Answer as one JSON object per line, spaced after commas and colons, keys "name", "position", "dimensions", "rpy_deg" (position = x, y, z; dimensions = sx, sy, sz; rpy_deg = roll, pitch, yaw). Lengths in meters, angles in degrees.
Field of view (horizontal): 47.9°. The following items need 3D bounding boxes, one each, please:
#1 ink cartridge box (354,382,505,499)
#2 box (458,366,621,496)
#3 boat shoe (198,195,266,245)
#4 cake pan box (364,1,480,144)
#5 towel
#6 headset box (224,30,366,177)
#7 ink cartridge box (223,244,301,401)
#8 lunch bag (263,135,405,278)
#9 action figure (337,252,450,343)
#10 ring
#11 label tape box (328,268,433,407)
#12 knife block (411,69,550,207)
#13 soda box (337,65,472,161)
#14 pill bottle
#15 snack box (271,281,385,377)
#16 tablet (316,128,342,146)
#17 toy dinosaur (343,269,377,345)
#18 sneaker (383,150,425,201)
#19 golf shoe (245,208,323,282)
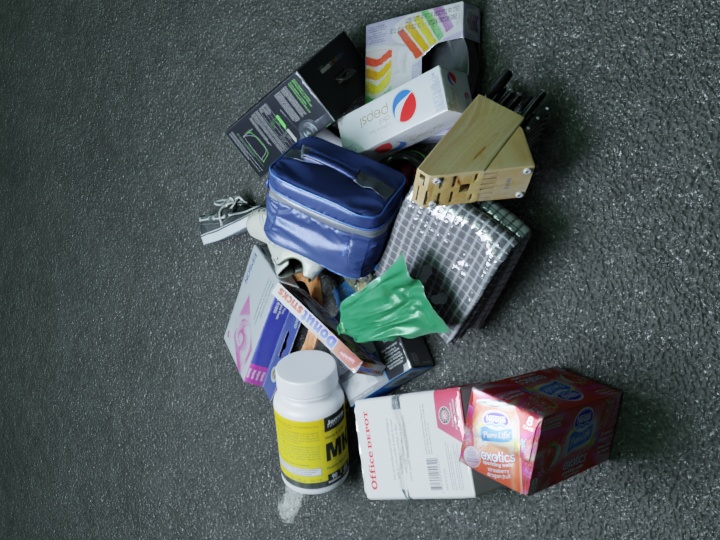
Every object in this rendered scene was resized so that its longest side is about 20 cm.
{"name": "ink cartridge box", "position": [0.095, 0.246, 1.159], "dimensions": [0.198, 0.084, 0.148], "rpy_deg": [-15, 79, 41]}
{"name": "box", "position": [0.218, 0.184, 0.965], "dimensions": [0.099, 0.198, 0.097], "rpy_deg": [19, 105, 41]}
{"name": "boat shoe", "position": [-0.233, -0.100, 1.482], "dimensions": [0.198, 0.073, 0.069], "rpy_deg": [-14, 94, 52]}
{"name": "cake pan box", "position": [0.091, -0.282, 1.192], "dimensions": [0.198, 0.052, 0.188], "rpy_deg": [4, 95, 43]}
{"name": "towel", "position": [0.116, -0.018, 1.085], "dimensions": [0.165, 0.085, 0.202], "rpy_deg": [37, 130, 18]}
{"name": "headset box", "position": [-0.087, -0.264, 1.267], "dimensions": [0.199, 0.175, 0.093], "rpy_deg": [-30, 107, 39]}
{"name": "ink cartridge box", "position": [-0.170, 0.087, 1.405], "dimensions": [0.200, 0.043, 0.199], "rpy_deg": [49, 123, 55]}
{"name": "lunch bag", "position": [-0.041, -0.101, 1.130], "dimensions": [0.197, 0.136, 0.134], "rpy_deg": [24, 131, 12]}
{"name": "action figure", "position": [0.030, 0.054, 1.108], "dimensions": [0.199, 0.054, 0.119], "rpy_deg": [-26, 93, 46]}
{"name": "ring", "position": [-0.105, 0.084, 1.355], "dimensions": [0.200, 0.019, 0.204], "rpy_deg": [-30, 55, 54]}
{"name": "label tape box", "position": [0.012, 0.088, 1.254], "dimensions": [0.144, 0.063, 0.203], "rpy_deg": [-37, 66, 36]}
{"name": "knife block", "position": [0.149, -0.176, 1.032], "dimensions": [0.064, 0.196, 0.178], "rpy_deg": [96, 164, -57]}
{"name": "soda box", "position": [0.060, -0.215, 1.141], "dimensions": [0.198, 0.067, 0.065], "rpy_deg": [-18, 79, 42]}
{"name": "pill bottle", "position": [-0.077, 0.235, 1.264], "dimensions": [0.113, 0.113, 0.203], "rpy_deg": [21, 126, 41]}
{"name": "snack box", "position": [-0.050, 0.087, 1.211], "dimensions": [0.200, 0.072, 0.024], "rpy_deg": [41, 99, 31]}
{"name": "tablet", "position": [-0.066, -0.156, 1.301], "dimensions": [0.131, 0.014, 0.200], "rpy_deg": [-52, 38, 5]}
{"name": "toy dinosaur", "position": [0.000, 0.000, 1.207], "dimensions": [0.088, 0.047, 0.203], "rpy_deg": [-47, 50, 42]}
{"name": "sneaker", "position": [0.099, -0.099, 1.158], "dimensions": [0.200, 0.083, 0.077], "rpy_deg": [45, 119, 32]}
{"name": "golf shoe", "position": [-0.130, -0.040, 1.330], "dimensions": [0.198, 0.078, 0.098], "rpy_deg": [15, 71, 41]}
